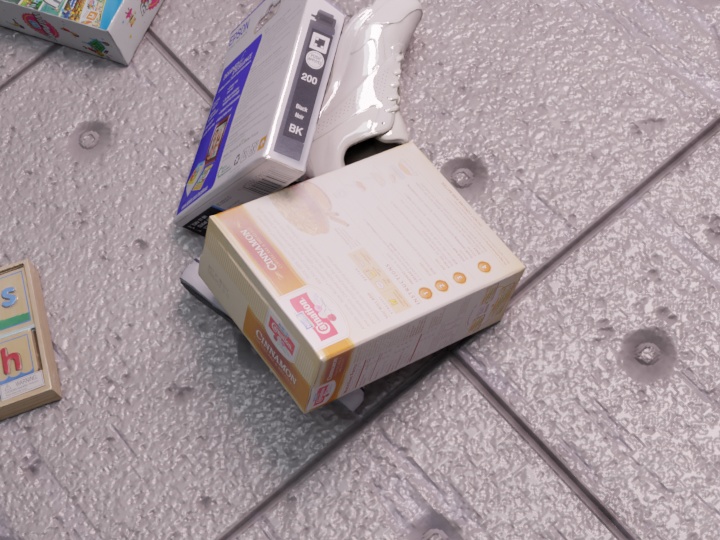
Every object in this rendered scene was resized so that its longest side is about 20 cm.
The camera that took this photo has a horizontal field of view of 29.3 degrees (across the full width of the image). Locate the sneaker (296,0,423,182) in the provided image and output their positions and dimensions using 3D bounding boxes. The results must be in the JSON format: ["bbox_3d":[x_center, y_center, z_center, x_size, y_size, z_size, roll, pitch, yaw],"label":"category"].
[{"bbox_3d":[0.010,-0.147,1.196,0.099,0.078,0.200,30,83,16],"label":"sneaker"}]

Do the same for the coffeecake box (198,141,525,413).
[{"bbox_3d":[0.000,0.000,1.075,0.200,0.073,0.154,-23,59,-31],"label":"coffeecake box"}]

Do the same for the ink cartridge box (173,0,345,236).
[{"bbox_3d":[-0.080,-0.145,1.150,0.043,0.198,0.200,22,68,-22],"label":"ink cartridge box"}]

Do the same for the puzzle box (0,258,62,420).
[{"bbox_3d":[-0.362,0.079,1.183,0.200,0.025,0.133,-20,62,2],"label":"puzzle box"}]

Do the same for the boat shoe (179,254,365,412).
[{"bbox_3d":[-0.063,0.034,1.114,0.200,0.074,0.067,36,81,25],"label":"boat shoe"}]

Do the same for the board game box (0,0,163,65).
[{"bbox_3d":[-0.283,-0.296,1.326,0.200,0.064,0.148,18,70,18],"label":"board game box"}]
